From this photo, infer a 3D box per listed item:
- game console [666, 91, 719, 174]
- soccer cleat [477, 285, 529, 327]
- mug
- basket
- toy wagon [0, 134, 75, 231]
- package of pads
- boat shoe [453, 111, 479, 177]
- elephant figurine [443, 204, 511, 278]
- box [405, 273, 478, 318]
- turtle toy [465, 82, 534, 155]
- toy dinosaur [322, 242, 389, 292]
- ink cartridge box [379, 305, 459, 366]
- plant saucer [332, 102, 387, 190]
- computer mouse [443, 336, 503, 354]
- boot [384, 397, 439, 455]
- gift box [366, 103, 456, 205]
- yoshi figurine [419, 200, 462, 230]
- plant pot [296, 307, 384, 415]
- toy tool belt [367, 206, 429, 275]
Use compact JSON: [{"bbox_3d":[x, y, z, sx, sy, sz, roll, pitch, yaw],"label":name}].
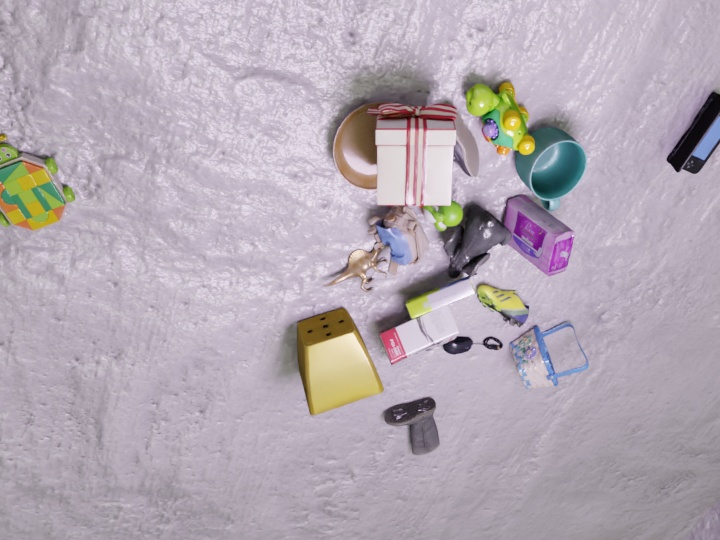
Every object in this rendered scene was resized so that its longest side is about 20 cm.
[{"bbox_3d":[0.887,-0.333,1.722,0.173,0.117,0.202,15,118,-26],"label":"game console"},{"bbox_3d":[0.399,0.083,1.893,0.199,0.064,0.085,35,78,-29],"label":"soccer cleat"},{"bbox_3d":[0.442,-0.250,1.632,0.150,0.115,0.187,12,120,-25],"label":"mug"},{"bbox_3d":[0.547,0.249,1.973,0.197,0.178,0.140,-20,125,10],"label":"basket"},{"bbox_3d":[-0.679,-0.173,1.358,0.153,0.040,0.202,-21,128,-4],"label":"toy wagon"},{"bbox_3d":[0.437,-0.090,1.687,0.075,0.200,0.122,-15,129,-23],"label":"package of pads"},{"bbox_3d":[0.221,-0.295,1.577,0.062,0.073,0.201,2,145,35],"label":"boat shoe"},{"bbox_3d":[0.274,-0.050,1.696,0.154,0.142,0.201,27,108,-37],"label":"elephant figurine"},{"bbox_3d":[0.216,0.063,1.757,0.197,0.122,0.048,-22,89,6],"label":"box"},{"bbox_3d":[0.312,-0.343,1.523,0.100,0.147,0.200,-24,131,27],"label":"turtle toy"},{"bbox_3d":[0.000,0.000,1.707,0.199,0.058,0.102,-37,112,-1],"label":"toy dinosaur"},{"bbox_3d":[0.156,0.176,1.808,0.197,0.084,0.147,-24,167,-1],"label":"ink cartridge box"},{"bbox_3d":[0.031,-0.280,1.516,0.196,0.036,0.203,-7,119,-13],"label":"plant saucer"},{"bbox_3d":[0.331,0.222,1.972,0.196,0.034,0.059,1,122,-19],"label":"computer mouse"},{"bbox_3d":[0.161,0.492,2.089,0.178,0.073,0.202,-10,133,-9],"label":"boot"},{"bbox_3d":[0.105,-0.259,1.425,0.181,0.201,0.190,-1,120,-2],"label":"gift box"},{"bbox_3d":[0.180,-0.172,1.607,0.112,0.112,0.200,-39,130,2],"label":"yoshi figurine"},{"bbox_3d":[-0.070,0.218,1.745,0.197,0.200,0.179,-17,117,-6],"label":"plant pot"},{"bbox_3d":[0.078,-0.091,1.605,0.123,0.124,0.201,-43,128,-14],"label":"toy tool belt"}]
